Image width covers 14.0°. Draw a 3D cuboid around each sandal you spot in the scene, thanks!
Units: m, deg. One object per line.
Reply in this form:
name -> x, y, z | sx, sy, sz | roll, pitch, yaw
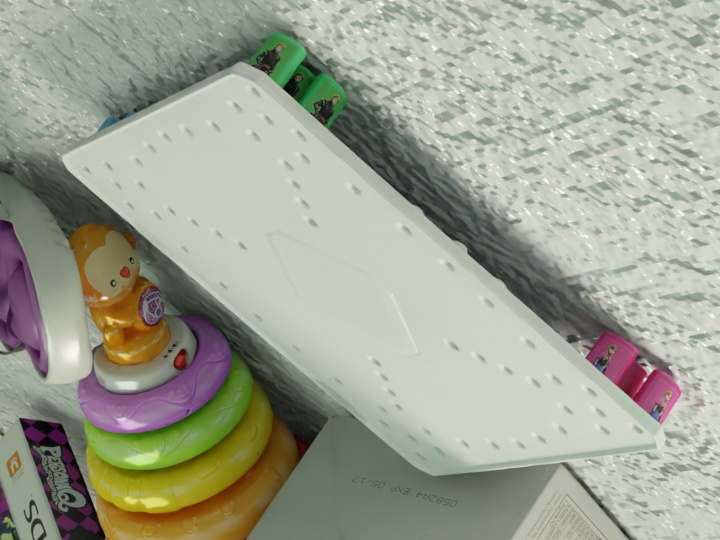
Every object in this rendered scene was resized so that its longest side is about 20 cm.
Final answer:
sandal -> -0.156, 0.003, 1.239 | 0.203, 0.050, 0.083 | -167, 68, -72

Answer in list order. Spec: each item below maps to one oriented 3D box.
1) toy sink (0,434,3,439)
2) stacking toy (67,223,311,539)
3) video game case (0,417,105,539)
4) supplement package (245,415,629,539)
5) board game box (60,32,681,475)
toy sink -> -0.268, 0.139, 1.718 | 0.130, 0.112, 0.200 | 19, 154, 41
stacking toy -> -0.084, 0.059, 1.278 | 0.109, 0.116, 0.200 | 11, 135, 37
video game case -> -0.195, 0.210, 1.565 | 0.036, 0.200, 0.182 | 12, -139, -40
supplement package -> 0.050, 0.188, 1.237 | 0.152, 0.151, 0.200 | 8, 147, 52
board game box -> 0.000, 0.000, 1.079 | 0.200, 0.026, 0.200 | 41, 160, -14
